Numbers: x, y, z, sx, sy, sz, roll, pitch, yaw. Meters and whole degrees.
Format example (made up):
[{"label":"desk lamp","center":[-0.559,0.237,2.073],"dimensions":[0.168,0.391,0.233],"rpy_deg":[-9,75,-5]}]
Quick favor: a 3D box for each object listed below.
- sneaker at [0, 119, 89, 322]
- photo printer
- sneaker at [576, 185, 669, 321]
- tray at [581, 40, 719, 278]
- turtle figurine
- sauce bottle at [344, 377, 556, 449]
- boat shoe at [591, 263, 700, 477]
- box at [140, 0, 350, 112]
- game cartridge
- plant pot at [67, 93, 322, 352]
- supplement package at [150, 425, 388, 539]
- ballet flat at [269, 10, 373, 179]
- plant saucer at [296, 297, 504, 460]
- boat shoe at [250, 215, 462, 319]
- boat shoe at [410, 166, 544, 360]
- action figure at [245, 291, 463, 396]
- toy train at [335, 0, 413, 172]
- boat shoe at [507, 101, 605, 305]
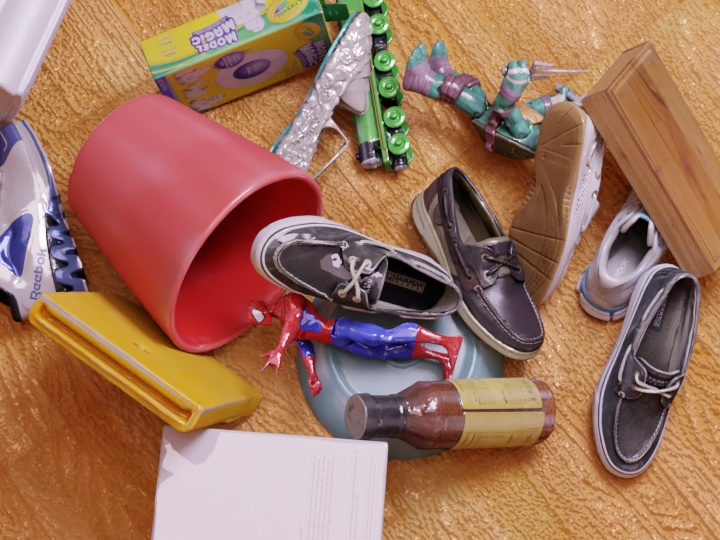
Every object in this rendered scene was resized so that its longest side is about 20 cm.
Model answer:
[{"label":"sneaker","center":[-0.331,-0.037,1.669],"dimensions":[0.114,0.081,0.201],"rpy_deg":[-18,74,-10]},{"label":"photo printer","center":[-0.324,-0.240,1.698],"dimensions":[0.069,0.166,0.202],"rpy_deg":[26,71,-14]},{"label":"sneaker","center":[0.277,-0.047,1.687],"dimensions":[0.074,0.087,0.201],"rpy_deg":[27,71,10]},{"label":"tray","center":[0.288,-0.103,1.652],"dimensions":[0.201,0.037,0.099],"rpy_deg":[56,46,-14]},{"label":"turtle figurine","center":[0.145,-0.160,1.706],"dimensions":[0.198,0.150,0.102],"rpy_deg":[24,89,15]},{"label":"sauce bottle","center":[0.080,0.127,1.591],"dimensions":[0.198,0.066,0.067],"rpy_deg":[3,68,-29]},{"label":"boat shoe","center":[0.261,0.091,1.624],"dimensions":[0.071,0.071,0.202],"rpy_deg":[12,88,-9]},{"label":"box","center":[-0.102,-0.216,1.706],"dimensions":[0.198,0.117,0.049],"rpy_deg":[-24,73,0]},{"label":"game cartridge","center":[-0.186,0.079,1.574],"dimensions":[0.176,0.200,0.033],"rpy_deg":[35,95,11]},{"label":"plant pot","center":[-0.161,-0.056,1.631],"dimensions":[0.177,0.201,0.200],"rpy_deg":[40,74,24]},{"label":"supplement package","center":[-0.079,0.214,1.566],"dimensions":[0.198,0.120,0.123],"rpy_deg":[5,72,0]},{"label":"ballet flat","center":[-0.031,-0.150,1.714],"dimensions":[0.071,0.072,0.201],"rpy_deg":[32,92,10]},{"label":"plant saucer","center":[0.038,0.075,1.663],"dimensions":[0.198,0.036,0.202],"rpy_deg":[1,70,-2]},{"label":"boat shoe","center":[0.000,0.000,1.592],"dimensions":[0.198,0.064,0.071],"rpy_deg":[11,101,-24]},{"label":"boat shoe","center":[0.114,-0.009,1.659],"dimensions":[0.073,0.065,0.201],"rpy_deg":[-13,60,-39]},{"label":"action figure","center":[-0.016,0.080,1.605],"dimensions":[0.198,0.065,0.100],"rpy_deg":[17,61,5]},{"label":"toy train","center":[0.011,-0.189,1.755],"dimensions":[0.056,0.042,0.202],"rpy_deg":[-10,71,5]},{"label":"boat shoe","center":[0.194,-0.060,1.667],"dimensions":[0.069,0.202,0.071],"rpy_deg":[-6,30,-43]}]
